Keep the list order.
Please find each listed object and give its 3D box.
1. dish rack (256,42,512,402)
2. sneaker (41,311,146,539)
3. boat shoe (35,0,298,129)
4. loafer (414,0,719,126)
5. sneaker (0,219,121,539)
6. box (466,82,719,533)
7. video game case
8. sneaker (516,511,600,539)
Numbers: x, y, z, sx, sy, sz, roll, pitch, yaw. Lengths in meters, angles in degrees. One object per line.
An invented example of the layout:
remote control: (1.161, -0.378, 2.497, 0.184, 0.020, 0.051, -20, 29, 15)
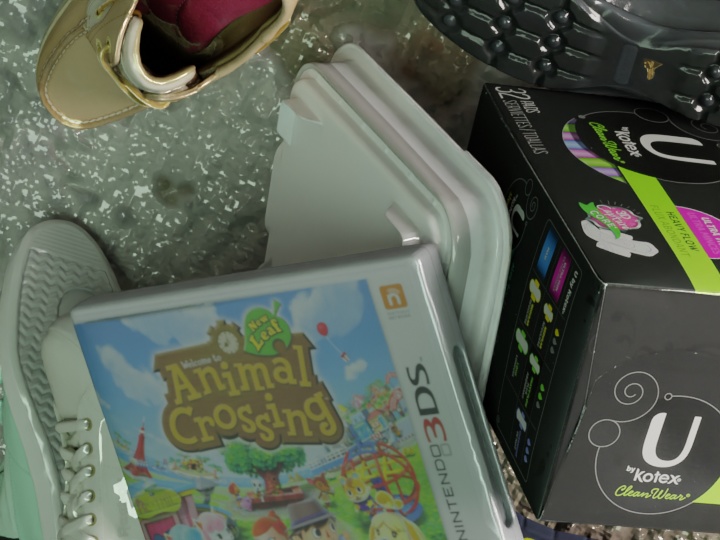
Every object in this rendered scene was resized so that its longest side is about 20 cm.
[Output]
dish rack: (0.000, 0.000, 1.185, 0.043, 0.200, 0.172, -5, 121, -25)
sneaker: (-0.127, 0.122, 1.235, 0.073, 0.085, 0.200, -16, 98, 63)
boat shoe: (-0.097, -0.116, 1.198, 0.074, 0.069, 0.200, 39, 134, -22)
loafer: (0.123, -0.120, 1.166, 0.200, 0.070, 0.068, 16, 133, 0)
sneaker: (-0.177, 0.077, 1.323, 0.118, 0.074, 0.201, -11, 84, 56)
box: (0.134, 0.015, 1.130, 0.148, 0.200, 0.125, 4, 117, -17)
video game case: (-0.028, 0.087, 1.149, 0.200, 0.022, 0.182, -9, 105, 33)
sneaker: (0.073, 0.174, 1.310, 0.200, 0.074, 0.082, 22, 121, 5)
